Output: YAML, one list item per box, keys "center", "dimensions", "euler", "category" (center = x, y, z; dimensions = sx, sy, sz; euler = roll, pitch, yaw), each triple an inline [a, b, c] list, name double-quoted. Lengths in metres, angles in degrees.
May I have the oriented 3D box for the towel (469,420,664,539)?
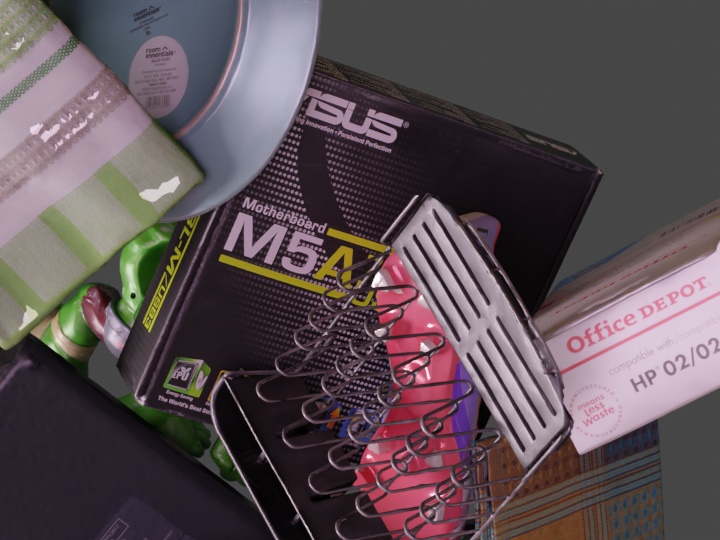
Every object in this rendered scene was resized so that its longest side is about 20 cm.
- center: [0.112, 0.174, 1.368]
  dimensions: [0.022, 0.146, 0.202]
  euler: [2, 100, 44]
  category: "towel"

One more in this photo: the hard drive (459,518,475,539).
- center: [0.012, 0.212, 1.438]
  dimensions: [0.199, 0.042, 0.136]
  euler: [-11, 97, 14]
  category: "hard drive"

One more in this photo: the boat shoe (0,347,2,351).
- center: [-0.214, 0.104, 1.454]
  dimensions: [0.065, 0.073, 0.201]
  euler: [-9, 93, 46]
  category: "boat shoe"

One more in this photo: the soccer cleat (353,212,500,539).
- center: [0.041, 0.065, 1.341]
  dimensions: [0.066, 0.076, 0.201]
  euler: [23, 129, 32]
  category: "soccer cleat"

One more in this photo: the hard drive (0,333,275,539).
- center: [-0.144, 0.143, 1.374]
  dimensions: [0.200, 0.033, 0.140]
  euler: [39, 92, -23]
  category: "hard drive"

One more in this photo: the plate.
- center: [-0.102, -0.124, 1.306]
  dimensions: [0.199, 0.025, 0.202]
  euler: [-5, 83, 38]
  category: "plate"

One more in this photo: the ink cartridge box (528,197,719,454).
- center: [0.148, 0.026, 1.296]
  dimensions: [0.115, 0.200, 0.068]
  euler: [-28, 93, 15]
  category: "ink cartridge box"

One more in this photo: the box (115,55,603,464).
- center: [0.000, 0.000, 1.354]
  dimensions: [0.199, 0.048, 0.194]
  euler: [18, 107, -27]
  category: "box"

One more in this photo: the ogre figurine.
- center: [-0.110, 0.022, 1.406]
  dimensions: [0.200, 0.098, 0.120]
  euler: [43, 117, 14]
  category: "ogre figurine"

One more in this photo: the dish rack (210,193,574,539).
- center: [0.016, 0.068, 1.246]
  dimensions: [0.154, 0.054, 0.200]
  euler: [58, 138, 20]
  category: "dish rack"

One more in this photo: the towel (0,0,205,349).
- center: [-0.192, -0.067, 1.255]
  dimensions: [0.149, 0.031, 0.200]
  euler: [-39, 111, 19]
  category: "towel"
